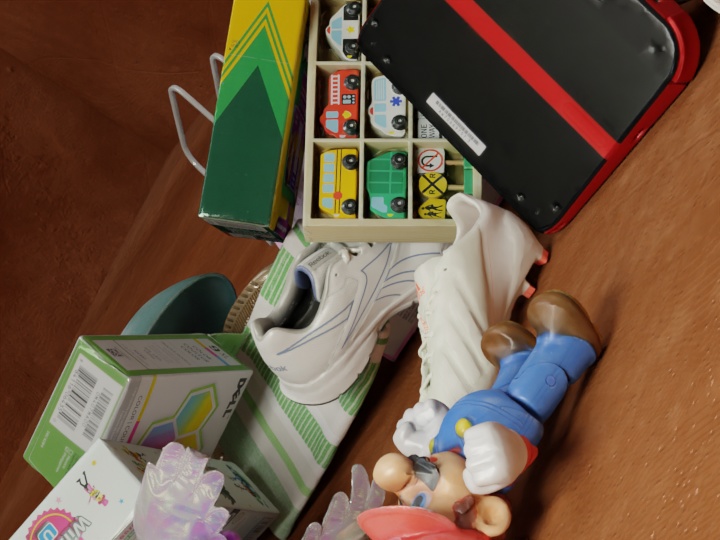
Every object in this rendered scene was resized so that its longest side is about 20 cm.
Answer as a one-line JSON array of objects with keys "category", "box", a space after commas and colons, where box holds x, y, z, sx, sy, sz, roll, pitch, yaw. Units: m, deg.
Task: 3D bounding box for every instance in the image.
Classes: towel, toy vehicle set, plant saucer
[{"category": "towel", "box": [-0.053, 0.081, 1.404, 0.153, 0.023, 0.201, 52, 123, 40]}, {"category": "toy vehicle set", "box": [0.024, -0.114, 1.294, 0.027, 0.123, 0.201, 84, -173, -63]}, {"category": "plant saucer", "box": [-0.161, 0.091, 1.464, 0.200, 0.036, 0.201, -53, -25, -38]}]

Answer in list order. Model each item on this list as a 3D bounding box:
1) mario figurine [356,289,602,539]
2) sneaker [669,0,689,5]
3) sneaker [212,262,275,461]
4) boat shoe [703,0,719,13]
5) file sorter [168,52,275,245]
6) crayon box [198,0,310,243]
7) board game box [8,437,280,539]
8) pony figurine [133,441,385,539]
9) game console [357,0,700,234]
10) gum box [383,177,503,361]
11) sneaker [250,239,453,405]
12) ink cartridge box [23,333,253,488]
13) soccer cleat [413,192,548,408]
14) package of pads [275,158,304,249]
[{"category": "mario figurine", "box": [0.053, 0.090, 0.985, 0.200, 0.105, 0.124, -57, -25, -37]}, {"category": "sneaker", "box": [0.146, -0.227, 1.217, 0.202, 0.147, 0.077, -16, 4, 35]}, {"category": "sneaker", "box": [-0.072, 0.071, 1.524, 0.108, 0.070, 0.201, -44, -26, -65]}, {"category": "boat shoe", "box": [0.231, -0.176, 1.065, 0.065, 0.073, 0.200, -55, 1, 33]}, {"category": "file sorter", "box": [-0.053, -0.155, 1.611, 0.200, 0.124, 0.139, -41, -22, -17]}, {"category": "crayon box", "box": [-0.074, -0.115, 1.391, 0.200, 0.058, 0.174, 59, -141, -87]}, {"category": "board game box", "box": [-0.165, 0.200, 1.307, 0.148, 0.064, 0.200, -48, -22, 8]}, {"category": "pony figurine", "box": [-0.083, 0.218, 1.181, 0.201, 0.166, 0.193, -95, 28, -47]}, {"category": "game console", "box": [0.108, -0.150, 1.200, 0.031, 0.200, 0.177, -24, -24, -53]}, {"category": "gum box", "box": [0.042, -0.031, 1.443, 0.201, 0.066, 0.114, -56, 13, 8]}, {"category": "sneaker", "box": [0.000, 0.000, 1.293, 0.074, 0.087, 0.200, 24, 73, 40]}, {"category": "ink cartridge box", "box": [-0.146, 0.105, 1.351, 0.200, 0.059, 0.104, 1, -60, -58]}, {"category": "soccer cleat", "box": [0.061, 0.036, 1.168, 0.069, 0.077, 0.201, -43, 19, 48]}, {"category": "package of pads", "box": [0.003, -0.095, 1.544, 0.120, 0.076, 0.201, -32, -26, -40]}]
